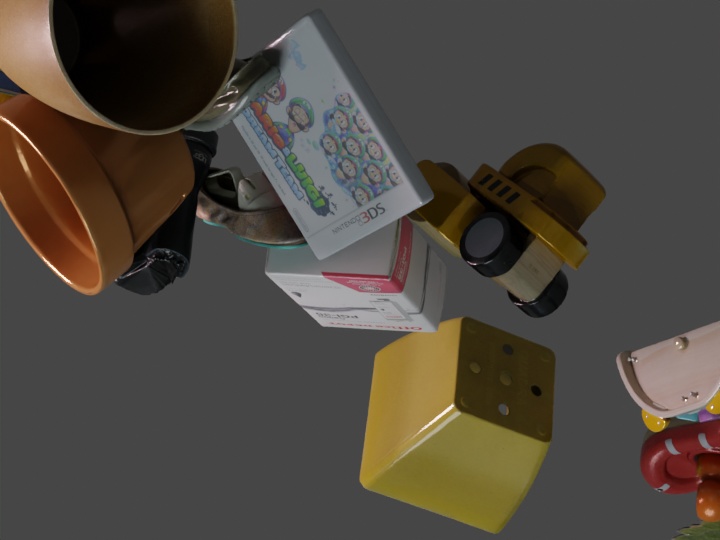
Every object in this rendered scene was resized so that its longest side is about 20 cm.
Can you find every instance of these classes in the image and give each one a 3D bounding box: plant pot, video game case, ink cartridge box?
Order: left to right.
[{"bbox_3d":[-0.238,-0.209,1.432,0.186,0.188,0.199,33,161,-36],"label":"plant pot"},{"bbox_3d":[-0.253,-0.097,1.567,0.200,0.140,0.201,40,151,28],"label":"plant pot"},{"bbox_3d":[-0.038,-0.122,1.535,0.182,0.024,0.201,-27,96,53],"label":"video game case"},{"bbox_3d":[0.000,0.000,1.781,0.145,0.083,0.200,2,162,19],"label":"ink cartridge box"},{"bbox_3d":[0.134,0.170,1.995,0.199,0.201,0.177,21,141,-16],"label":"plant pot"}]

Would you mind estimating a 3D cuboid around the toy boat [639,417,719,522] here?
[{"bbox_3d":[0.444,0.254,2.069,0.130,0.132,0.199,30,149,-31],"label":"toy boat"}]

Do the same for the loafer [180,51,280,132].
[{"bbox_3d":[-0.151,-0.173,1.535,0.199,0.075,0.070,-9,119,51],"label":"loafer"}]

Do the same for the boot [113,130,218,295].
[{"bbox_3d":[-0.234,-0.057,1.716,0.076,0.169,0.199,31,149,-34],"label":"boot"}]

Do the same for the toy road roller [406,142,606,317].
[{"bbox_3d":[0.150,-0.063,1.622,0.123,0.146,0.200,38,-179,-42],"label":"toy road roller"}]

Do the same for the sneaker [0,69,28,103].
[{"bbox_3d":[-0.313,-0.164,1.656,0.199,0.082,0.074,15,121,-40],"label":"sneaker"}]

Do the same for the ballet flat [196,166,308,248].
[{"bbox_3d":[-0.118,-0.071,1.695,0.068,0.068,0.199,-20,-158,-33],"label":"ballet flat"}]

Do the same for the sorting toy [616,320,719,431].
[{"bbox_3d":[0.431,0.125,1.891,0.179,0.108,0.200,5,161,-32],"label":"sorting toy"}]
